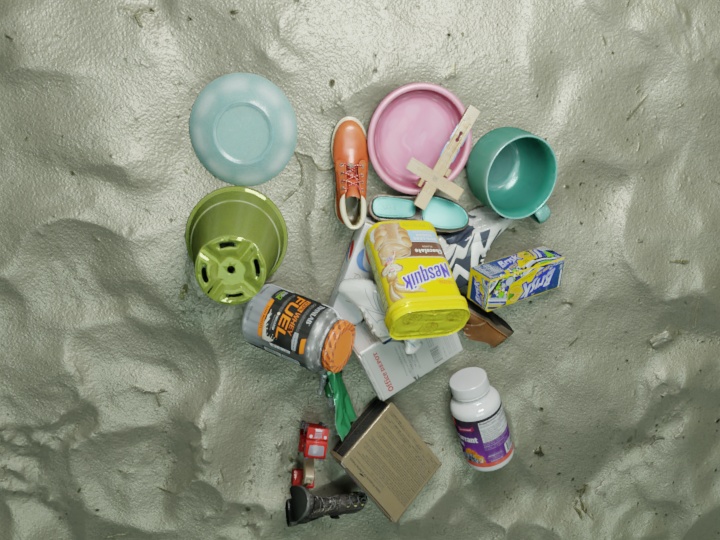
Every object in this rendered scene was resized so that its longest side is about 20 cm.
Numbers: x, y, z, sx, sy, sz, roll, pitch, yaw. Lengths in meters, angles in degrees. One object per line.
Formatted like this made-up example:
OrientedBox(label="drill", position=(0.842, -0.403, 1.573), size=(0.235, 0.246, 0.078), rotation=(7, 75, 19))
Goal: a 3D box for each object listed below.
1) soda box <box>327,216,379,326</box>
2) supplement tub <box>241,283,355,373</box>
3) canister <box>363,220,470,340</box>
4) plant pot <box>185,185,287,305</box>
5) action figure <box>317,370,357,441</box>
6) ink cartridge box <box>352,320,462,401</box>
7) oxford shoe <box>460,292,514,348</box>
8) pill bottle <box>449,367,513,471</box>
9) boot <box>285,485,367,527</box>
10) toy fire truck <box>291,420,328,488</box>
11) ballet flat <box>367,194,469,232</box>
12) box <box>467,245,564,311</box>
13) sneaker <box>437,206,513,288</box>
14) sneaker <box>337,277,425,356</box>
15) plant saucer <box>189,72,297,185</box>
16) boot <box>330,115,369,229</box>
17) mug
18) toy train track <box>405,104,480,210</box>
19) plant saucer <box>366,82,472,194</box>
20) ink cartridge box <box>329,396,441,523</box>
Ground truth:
OrientedBox(label="soda box", position=(0.000, 0.000, 1.289), size=(0.067, 0.064, 0.204), rotation=(17, 106, -13))
OrientedBox(label="supplement tub", position=(-0.115, 0.112, 1.239), size=(0.196, 0.122, 0.125), rotation=(18, 110, 23))
OrientedBox(label="canister", position=(0.094, 0.011, 1.167), size=(0.145, 0.203, 0.087), rotation=(-2, 143, -20))
OrientedBox(label="plant pot", position=(-0.228, -0.030, 1.182), size=(0.195, 0.191, 0.205), rotation=(-2, 110, -6))
OrientedBox(label="action figure", position=(-0.061, 0.233, 1.353), size=(0.053, 0.118, 0.204), rotation=(-12, 102, 10))
OrientedBox(label="ink cartridge box", position=(0.087, 0.142, 1.307), size=(0.198, 0.085, 0.147), rotation=(-32, 126, -9))
OrientedBox(label="oxford shoe", position=(0.227, 0.104, 1.344), size=(0.198, 0.072, 0.072), rotation=(34, 107, -26))
OrientedBox(label="pill bottle", position=(0.254, 0.315, 1.407), size=(0.109, 0.112, 0.204), rotation=(-19, 110, 0))
OrientedBox(label="boot", position=(-0.066, 0.493, 1.403), size=(0.170, 0.071, 0.201), rotation=(-2, 152, -17))
OrientedBox(label="toy fire truck", position=(-0.106, 0.388, 1.369), size=(0.048, 0.200, 0.145), rotation=(7, 80, -10))
OrientedBox(label="ballet flat", position=(0.109, -0.111, 1.264), size=(0.195, 0.067, 0.070), rotation=(10, 82, -6))
OrientedBox(label="box", position=(0.306, 0.013, 1.292), size=(0.196, 0.064, 0.072), rotation=(-15, 122, -27))
OrientedBox(label="sneaker", position=(0.227, -0.034, 1.306), size=(0.198, 0.079, 0.131), rotation=(-35, 130, -15))
OrientedBox(label="sneaker", position=(0.037, 0.081, 1.212), size=(0.197, 0.075, 0.088), rotation=(29, 79, 15))
OrientedBox(label="plant saucer", position=(-0.211, -0.250, 1.187), size=(0.196, 0.039, 0.206), rotation=(-2, 110, -6))
OrientedBox(label="boot", position=(-0.014, -0.176, 1.205), size=(0.073, 0.107, 0.205), rotation=(-3, 108, -4))
OrientedBox(label="mug", position=(0.275, -0.173, 1.232), size=(0.149, 0.115, 0.189), rotation=(-14, 117, -14))
OrientedBox(label="toy train track", position=(0.155, -0.206, 1.205), size=(0.113, 0.033, 0.203), rotation=(29, 98, -9))
OrientedBox(label="plant saucer", position=(0.107, -0.246, 1.225), size=(0.195, 0.051, 0.205), rotation=(-3, 110, -7))
OrientedBox(label="ink cartridge box", position=(0.055, 0.400, 1.400), size=(0.165, 0.075, 0.201), rotation=(-44, 111, -17))
